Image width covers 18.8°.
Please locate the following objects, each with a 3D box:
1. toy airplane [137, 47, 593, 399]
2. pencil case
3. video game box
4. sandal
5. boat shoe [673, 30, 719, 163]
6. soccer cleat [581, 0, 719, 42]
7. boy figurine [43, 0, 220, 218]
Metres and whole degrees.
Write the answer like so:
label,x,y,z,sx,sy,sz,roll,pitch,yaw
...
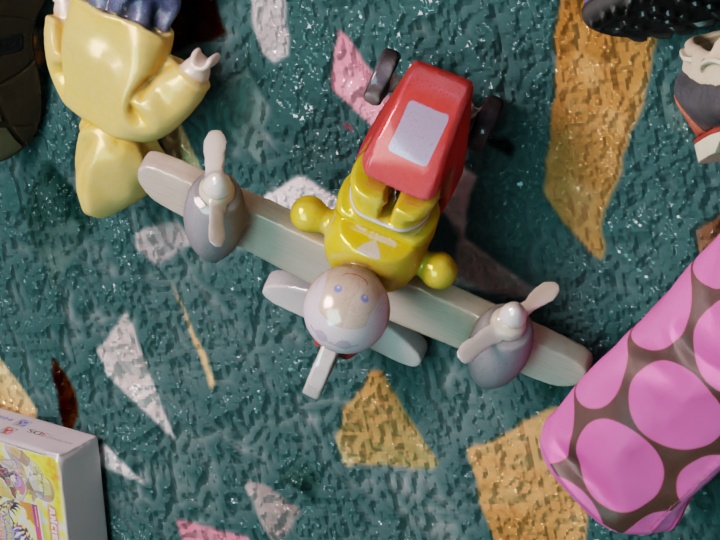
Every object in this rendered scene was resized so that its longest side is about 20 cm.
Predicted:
label,x,y,z,sx,sy,sz,roll,pitch,yaw
toy airplane,0.000,0.000,1.145,0.198,0.142,0.200,-14,119,27
pencil case,0.173,0.051,1.067,0.094,0.091,0.200,49,133,12
video game box,-0.248,0.189,1.486,0.181,0.047,0.202,14,116,36
sandal,-0.226,-0.160,1.318,0.055,0.081,0.201,45,140,43
boat shoe,0.184,-0.092,0.958,0.200,0.070,0.063,142,118,-82
soccer cleat,0.174,-0.170,0.999,0.200,0.068,0.074,-33,59,48
boy figurine,-0.130,-0.122,1.252,0.124,0.064,0.202,20,120,31
